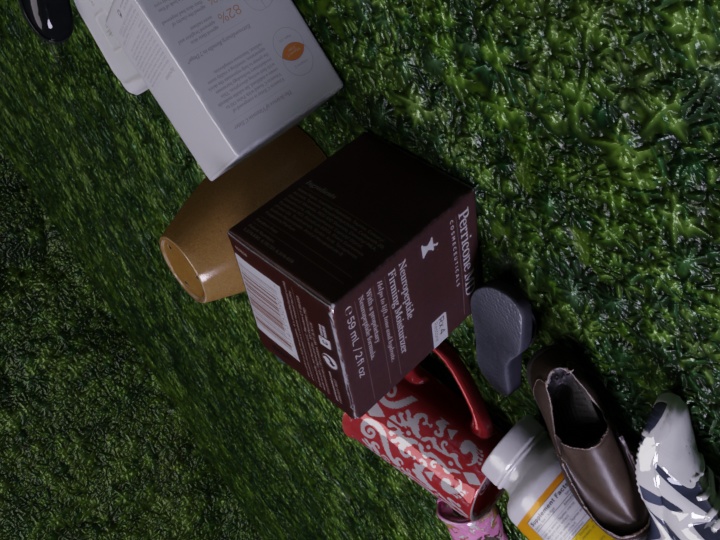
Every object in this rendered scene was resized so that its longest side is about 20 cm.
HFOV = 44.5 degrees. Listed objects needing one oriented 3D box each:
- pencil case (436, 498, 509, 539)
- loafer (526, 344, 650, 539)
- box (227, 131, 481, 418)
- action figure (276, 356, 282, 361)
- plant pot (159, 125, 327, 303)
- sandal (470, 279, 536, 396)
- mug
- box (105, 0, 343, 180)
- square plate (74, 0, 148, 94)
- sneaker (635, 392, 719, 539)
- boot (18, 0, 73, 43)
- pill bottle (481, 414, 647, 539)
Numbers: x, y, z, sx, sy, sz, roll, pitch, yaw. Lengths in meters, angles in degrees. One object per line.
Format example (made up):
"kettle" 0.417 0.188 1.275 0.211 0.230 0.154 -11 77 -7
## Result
"pencil case" 0.168 0.387 1.244 0.083 0.085 0.203 -108 -2 -59
"loafer" 0.216 0.171 0.840 0.203 0.072 0.071 60 -170 4
"box" 0.000 0.000 0.899 0.163 0.199 0.168 32 149 36
"action figure" -0.074 0.102 1.285 0.191 0.105 0.203 21 143 34
"plant pot" -0.141 -0.057 1.078 0.186 0.199 0.188 39 151 27
"sandal" 0.151 0.063 0.915 0.076 0.042 0.201 50 165 24
"mug" 0.088 0.193 1.080 0.198 0.133 0.180 34 151 29
"box" -0.142 -0.227 0.917 0.202 0.151 0.106 57 154 -8
"square plate" -0.357 -0.354 1.283 0.198 0.028 0.201 5 127 59
"sneaker" 0.314 0.205 0.767 0.127 0.079 0.204 6 111 35
"boot" -0.444 -0.433 1.248 0.161 0.072 0.203 11 116 57
"pill bottle" 0.225 0.253 0.930 0.200 0.110 0.112 43 154 21
